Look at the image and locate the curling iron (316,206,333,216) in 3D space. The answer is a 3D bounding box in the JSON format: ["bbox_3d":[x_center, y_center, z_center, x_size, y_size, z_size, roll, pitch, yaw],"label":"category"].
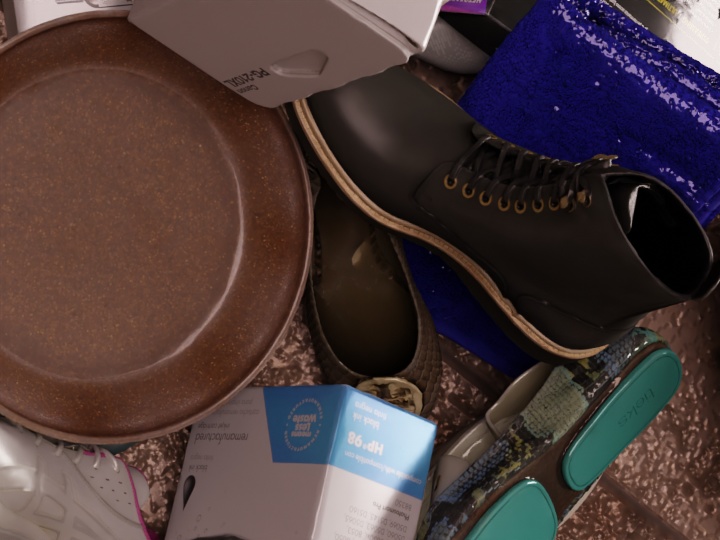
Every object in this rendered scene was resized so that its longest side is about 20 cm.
[{"bbox_3d":[0.041,-0.068,1.078,0.199,0.050,0.026,-21,108,-19],"label":"curling iron"}]

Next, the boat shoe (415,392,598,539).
[{"bbox_3d":[0.047,0.126,1.056,0.201,0.060,0.072,-39,103,-14],"label":"boat shoe"}]

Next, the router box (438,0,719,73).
[{"bbox_3d":[0.149,-0.148,1.072,0.200,0.051,0.150,34,78,-33],"label":"router box"}]

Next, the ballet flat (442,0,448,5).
[{"bbox_3d":[0.022,-0.158,1.006,0.068,0.199,0.076,19,50,-48],"label":"ballet flat"}]

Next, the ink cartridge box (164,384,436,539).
[{"bbox_3d":[-0.042,0.160,0.975,0.066,0.115,0.202,25,70,-38],"label":"ink cartridge box"}]

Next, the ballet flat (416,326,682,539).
[{"bbox_3d":[0.077,0.100,1.000,0.200,0.074,0.074,-42,98,-24],"label":"ballet flat"}]

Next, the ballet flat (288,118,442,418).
[{"bbox_3d":[0.000,0.000,1.019,0.067,0.046,0.201,-7,115,6],"label":"ballet flat"}]

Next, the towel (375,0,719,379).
[{"bbox_3d":[0.102,-0.033,1.027,0.147,0.050,0.200,28,124,-13],"label":"towel"}]

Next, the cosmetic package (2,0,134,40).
[{"bbox_3d":[-0.138,-0.126,1.026,0.082,0.051,0.202,-8,89,-14],"label":"cosmetic package"}]

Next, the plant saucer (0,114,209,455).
[{"bbox_3d":[-0.155,0.011,0.990,0.199,0.027,0.202,-6,109,-17],"label":"plant saucer"}]

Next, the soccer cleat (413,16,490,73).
[{"bbox_3d":[0.053,-0.207,1.075,0.086,0.070,0.202,7,85,-15],"label":"soccer cleat"}]

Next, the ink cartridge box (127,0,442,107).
[{"bbox_3d":[-0.009,-0.188,0.906,0.084,0.144,0.201,29,71,-26],"label":"ink cartridge box"}]

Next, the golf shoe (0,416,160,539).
[{"bbox_3d":[-0.157,0.105,0.977,0.092,0.075,0.201,-45,129,-24],"label":"golf shoe"}]

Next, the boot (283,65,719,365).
[{"bbox_3d":[0.068,-0.047,0.924,0.200,0.138,0.078,38,67,-10],"label":"boot"}]

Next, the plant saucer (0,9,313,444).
[{"bbox_3d":[-0.119,-0.021,0.950,0.199,0.037,0.202,-3,97,-26],"label":"plant saucer"}]
